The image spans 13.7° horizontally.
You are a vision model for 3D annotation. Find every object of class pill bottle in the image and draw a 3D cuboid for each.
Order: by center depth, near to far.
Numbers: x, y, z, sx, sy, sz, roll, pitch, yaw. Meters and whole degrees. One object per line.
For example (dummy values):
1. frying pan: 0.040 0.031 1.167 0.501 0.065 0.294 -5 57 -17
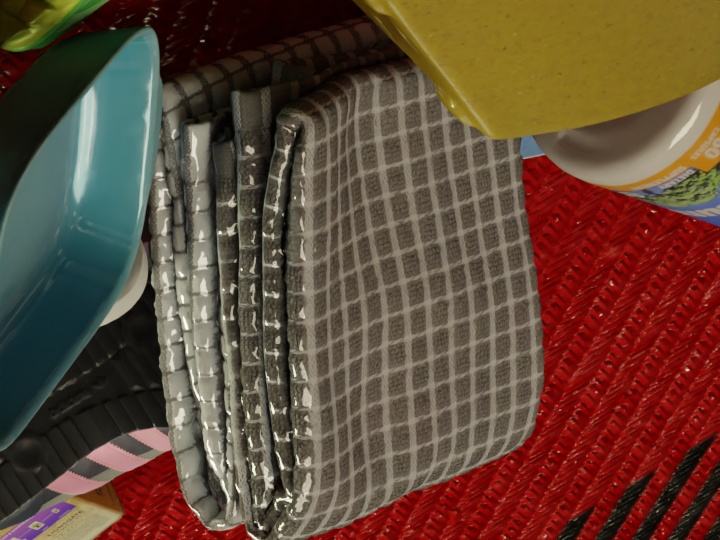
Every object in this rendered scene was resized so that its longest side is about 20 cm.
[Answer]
1. pill bottle: 0.172 -0.074 1.335 0.199 0.112 0.112 15 130 -45

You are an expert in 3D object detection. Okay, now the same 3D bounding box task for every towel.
1. towel: 0.000 0.000 1.256 0.165 0.085 0.201 -19 112 -43

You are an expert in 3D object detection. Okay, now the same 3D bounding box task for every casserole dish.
1. casserole dish: -0.121 -0.018 1.112 0.039 0.200 0.122 14 120 10

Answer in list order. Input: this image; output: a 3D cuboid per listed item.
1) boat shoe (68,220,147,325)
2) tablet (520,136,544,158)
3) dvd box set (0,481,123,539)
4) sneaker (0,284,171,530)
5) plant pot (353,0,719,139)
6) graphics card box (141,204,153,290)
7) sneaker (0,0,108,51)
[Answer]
1. boat shoe: -0.181 0.012 1.244 0.199 0.072 0.066 -10 156 8
2. tablet: 0.112 -0.121 1.342 0.129 0.014 0.201 -13 145 -19
3. dvd box set: -0.229 0.124 1.443 0.146 0.030 0.200 -37 147 19
4. sneaker: -0.113 0.056 1.318 0.199 0.070 0.082 -23 176 -11
5. plant pot: 0.065 -0.166 1.036 0.200 0.196 0.194 -42 147 0
6. graphics card box: -0.118 0.003 1.328 0.125 0.051 0.200 2 140 -36
7. sneaker: -0.066 -0.144 1.129 0.200 0.074 0.083 -38 142 19
